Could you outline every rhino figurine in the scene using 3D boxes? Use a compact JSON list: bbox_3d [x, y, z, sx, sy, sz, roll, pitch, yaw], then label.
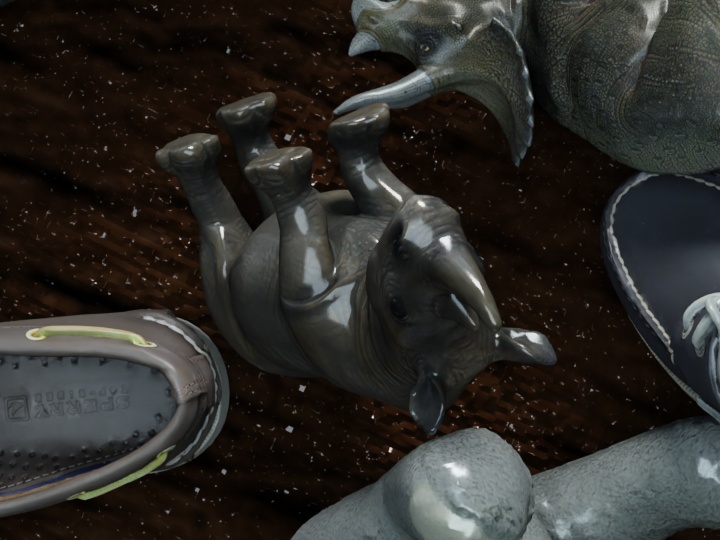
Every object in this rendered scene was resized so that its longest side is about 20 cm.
[{"bbox_3d":[0.000,0.000,0.762,0.060,0.200,0.088,-24,106,-18],"label":"rhino figurine"}]

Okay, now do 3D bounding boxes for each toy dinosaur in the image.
[{"bbox_3d":[0.096,-0.067,0.790,0.200,0.077,0.102,17,84,35],"label":"toy dinosaur"}]

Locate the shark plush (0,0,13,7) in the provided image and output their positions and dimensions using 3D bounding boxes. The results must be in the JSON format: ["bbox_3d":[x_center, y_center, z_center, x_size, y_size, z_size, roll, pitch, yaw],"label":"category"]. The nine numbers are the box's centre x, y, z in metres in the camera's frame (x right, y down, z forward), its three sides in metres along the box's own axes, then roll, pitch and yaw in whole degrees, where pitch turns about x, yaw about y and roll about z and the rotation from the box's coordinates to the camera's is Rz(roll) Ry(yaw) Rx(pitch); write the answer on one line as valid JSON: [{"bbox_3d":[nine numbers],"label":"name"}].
[{"bbox_3d":[-0.073,-0.135,0.822,0.200,0.083,0.091,-29,55,-2],"label":"shark plush"}]

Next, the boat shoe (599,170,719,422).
[{"bbox_3d":[0.127,0.019,0.739,0.073,0.063,0.200,-45,46,4],"label":"boat shoe"}]

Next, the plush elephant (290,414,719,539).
[{"bbox_3d":[0.031,0.145,0.772,0.200,0.165,0.155,-27,72,32],"label":"plush elephant"}]

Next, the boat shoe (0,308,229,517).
[{"bbox_3d":[-0.143,0.052,0.831,0.200,0.060,0.072,-9,89,4],"label":"boat shoe"}]
